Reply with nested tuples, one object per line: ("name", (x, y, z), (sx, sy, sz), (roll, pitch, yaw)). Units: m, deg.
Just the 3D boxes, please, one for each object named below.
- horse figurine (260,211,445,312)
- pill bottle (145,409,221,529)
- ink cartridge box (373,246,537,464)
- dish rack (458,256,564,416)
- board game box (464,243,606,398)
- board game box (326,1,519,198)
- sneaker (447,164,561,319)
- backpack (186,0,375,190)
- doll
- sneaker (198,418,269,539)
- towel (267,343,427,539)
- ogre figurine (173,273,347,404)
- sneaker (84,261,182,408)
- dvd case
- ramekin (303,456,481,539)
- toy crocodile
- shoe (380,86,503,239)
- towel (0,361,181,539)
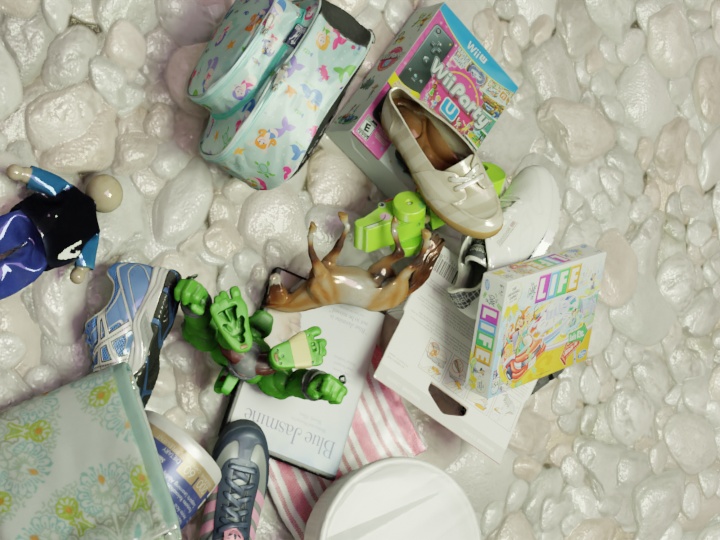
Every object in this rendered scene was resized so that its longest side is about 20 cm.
("horse figurine", (0.000, 0.000, 1.486), (0.197, 0.050, 0.134), (1, 126, -21))
("pill bottle", (-0.241, 0.250, 1.380), (0.111, 0.111, 0.201), (47, 68, -21))
("ink cartridge box", (0.115, 0.096, 1.571), (0.199, 0.045, 0.178), (36, 70, -22))
("dish rack", (0.160, 0.071, 1.654), (0.153, 0.054, 0.202), (-31, 102, -28))
("board game box", (0.197, 0.053, 1.525), (0.199, 0.034, 0.136), (-15, 119, -47))
("board game box", (0.075, -0.188, 1.602), (0.147, 0.064, 0.201), (43, 69, -24))
("sneaker", (0.162, -0.038, 1.537), (0.080, 0.076, 0.202), (35, 68, -33))
("backpack", (-0.095, -0.191, 1.438), (0.149, 0.177, 0.202), (25, 87, -24))
("doll", (-0.324, -0.042, 1.373), (0.199, 0.048, 0.138), (-32, 106, -27))
("sneaker", (-0.132, 0.261, 1.442), (0.069, 0.082, 0.203), (9, 95, -15))
("towel", (-0.026, 0.195, 1.555), (0.199, 0.030, 0.148), (-33, 105, -26))
("ogre figurine", (-0.117, 0.081, 1.429), (0.198, 0.120, 0.099), (16, 71, -20))
("sneaker", (-0.248, 0.087, 1.413), (0.076, 0.076, 0.202), (19, 87, 8))
("dvd case", (-0.063, 0.114, 1.520), (0.141, 0.018, 0.202), (23, 73, -18))
("ramekin", (0.028, 0.306, 1.510), (0.200, 0.094, 0.206), (2, 86, -23))
("toy crocodile", (0.079, -0.073, 1.537), (0.198, 0.062, 0.068), (-23, 140, -17))
("shoe", (0.086, -0.119, 1.485), (0.069, 0.054, 0.201), (-31, 70, -19))
("towel", (-0.274, 0.204, 1.315), (0.169, 0.048, 0.202), (-21, 64, -4))
